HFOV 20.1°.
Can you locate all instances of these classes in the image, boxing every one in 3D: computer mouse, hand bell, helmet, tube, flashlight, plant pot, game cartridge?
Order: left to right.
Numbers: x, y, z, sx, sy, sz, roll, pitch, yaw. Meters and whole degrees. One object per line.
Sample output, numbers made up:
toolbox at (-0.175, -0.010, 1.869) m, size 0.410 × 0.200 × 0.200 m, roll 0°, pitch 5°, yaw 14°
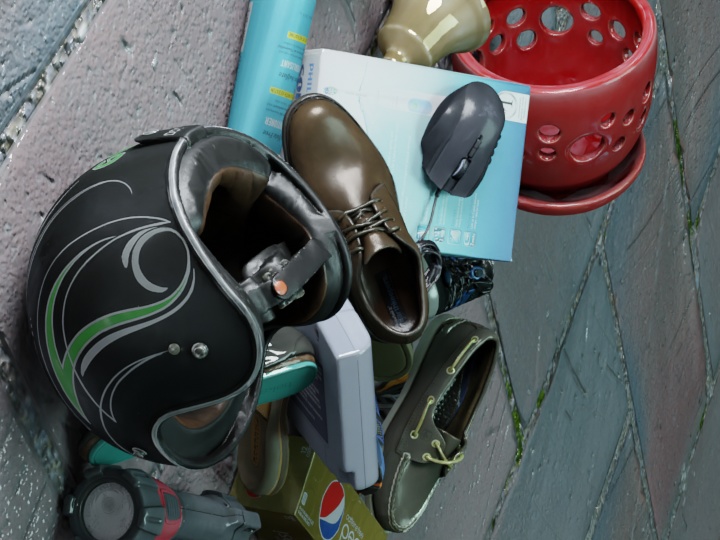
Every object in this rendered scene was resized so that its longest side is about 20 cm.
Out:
flashlight at (-0.143, 0.181, 1.462) m, size 0.068 × 0.067 × 0.200 m, roll -55°, pitch 160°, yaw 0°
helmet at (-0.120, 0.021, 1.306) m, size 0.199 × 0.190 × 0.201 m, roll 31°, pitch 40°, yaw -30°
tube at (-0.079, -0.116, 1.560) m, size 0.077 × 0.050 × 0.202 m, roll 11°, pitch 91°, yaw -59°
game cartridge at (-0.036, 0.063, 1.549) m, size 0.041 × 0.200 × 0.134 m, roll -16°, pitch 118°, yaw -16°
hand bell at (0.019, -0.168, 1.751) m, size 0.200 × 0.103 × 0.105 m, roll -52°, pitch 144°, yaw -30°
computer mouse at (0.064, -0.055, 1.589) m, size 0.058 × 0.034 × 0.202 m, roll 25°, pitch 82°, yaw -29°
plant pot at (0.190, -0.172, 1.994) m, size 0.183 × 0.198 × 0.201 m, roll 84°, pitch 25°, yaw -46°

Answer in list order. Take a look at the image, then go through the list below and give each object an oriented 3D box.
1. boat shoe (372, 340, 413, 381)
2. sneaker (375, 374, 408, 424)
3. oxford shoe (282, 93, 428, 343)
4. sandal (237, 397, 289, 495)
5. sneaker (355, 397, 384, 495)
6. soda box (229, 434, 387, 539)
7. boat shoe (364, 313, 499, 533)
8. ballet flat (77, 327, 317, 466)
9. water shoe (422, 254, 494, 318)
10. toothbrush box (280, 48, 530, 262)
boat shoe at (0.000, 0.000, 1.751) m, size 0.069 × 0.074 × 0.201 m, roll -86°, pitch 166°, yaw -52°
sneaker at (0.037, 0.145, 1.855) m, size 0.200 × 0.077 × 0.079 m, roll -35°, pitch 130°, yaw -57°
oxford shoe at (0.005, -0.040, 1.515) m, size 0.201 × 0.072 × 0.084 m, roll 63°, pitch -8°, yaw -7°
sandal at (-0.088, 0.082, 1.565) m, size 0.053 × 0.080 × 0.202 m, roll -6°, pitch 110°, yaw -23°
sneaker at (-0.026, 0.096, 1.713) m, size 0.079 × 0.075 × 0.201 m, roll -80°, pitch 161°, yaw -52°
soda box at (-0.041, 0.209, 1.704) m, size 0.200 × 0.063 × 0.068 m, roll 60°, pitch 43°, yaw -55°
boat shoe at (0.064, 0.139, 1.787) m, size 0.072 × 0.060 × 0.203 m, roll 28°, pitch 80°, yaw -45°
ballet flat at (-0.125, 0.080, 1.448) m, size 0.199 × 0.069 × 0.068 m, roll -18°, pitch 151°, yaw -33°
water shoe at (0.082, -0.001, 1.861) m, size 0.200 × 0.078 × 0.072 m, roll -41°, pitch 117°, yaw -84°
toothbrush box at (0.027, -0.090, 1.633) m, size 0.198 × 0.085 × 0.148 m, roll 6°, pitch 90°, yaw -30°
